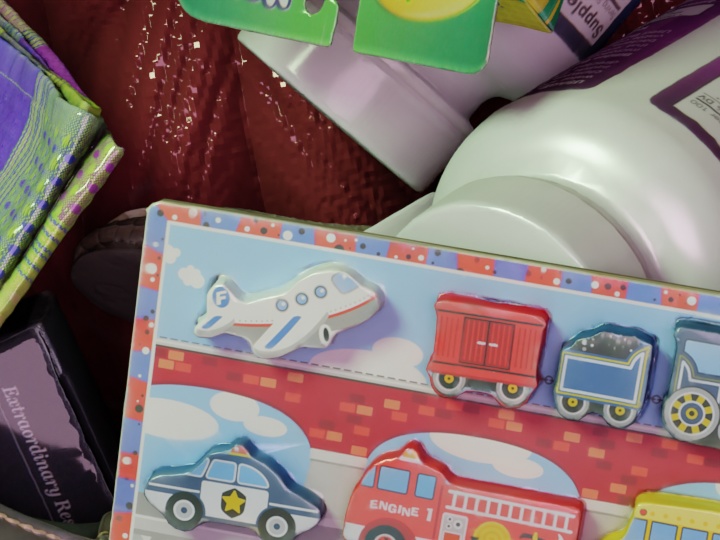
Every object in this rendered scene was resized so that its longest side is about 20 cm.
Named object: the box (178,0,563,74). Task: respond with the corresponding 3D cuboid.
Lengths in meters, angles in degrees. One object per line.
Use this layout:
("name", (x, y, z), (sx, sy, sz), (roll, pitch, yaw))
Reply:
("box", (0.026, -0.156, 0.804), (0.117, 0.048, 0.200), (14, 77, 27))

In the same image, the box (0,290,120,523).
("box", (-0.165, 0.115, 0.883), (0.200, 0.104, 0.148), (-23, 98, -3))

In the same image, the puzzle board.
("puzzle board", (0.029, 0.069, 0.729), (0.200, 0.017, 0.151), (10, 104, 8))

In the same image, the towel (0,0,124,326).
("towel", (-0.145, -0.017, 0.832), (0.023, 0.200, 0.144), (35, 94, -28))

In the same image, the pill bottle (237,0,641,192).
("pill bottle", (0.054, -0.127, 0.872), (0.111, 0.111, 0.200), (40, 92, -7))

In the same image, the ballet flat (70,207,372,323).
("ballet flat", (0.000, 0.000, 0.913), (0.200, 0.067, 0.046), (5, 65, -6))

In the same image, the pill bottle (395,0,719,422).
("pill bottle", (0.091, -0.014, 0.819), (0.112, 0.200, 0.112), (15, 118, 30))

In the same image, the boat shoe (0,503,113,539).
("boat shoe", (-0.063, 0.103, 0.810), (0.200, 0.074, 0.073), (35, 78, -17))

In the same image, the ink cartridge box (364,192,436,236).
("ink cartridge box", (0.039, 0.059, 0.841), (0.050, 0.200, 0.161), (-34, 89, 38))
